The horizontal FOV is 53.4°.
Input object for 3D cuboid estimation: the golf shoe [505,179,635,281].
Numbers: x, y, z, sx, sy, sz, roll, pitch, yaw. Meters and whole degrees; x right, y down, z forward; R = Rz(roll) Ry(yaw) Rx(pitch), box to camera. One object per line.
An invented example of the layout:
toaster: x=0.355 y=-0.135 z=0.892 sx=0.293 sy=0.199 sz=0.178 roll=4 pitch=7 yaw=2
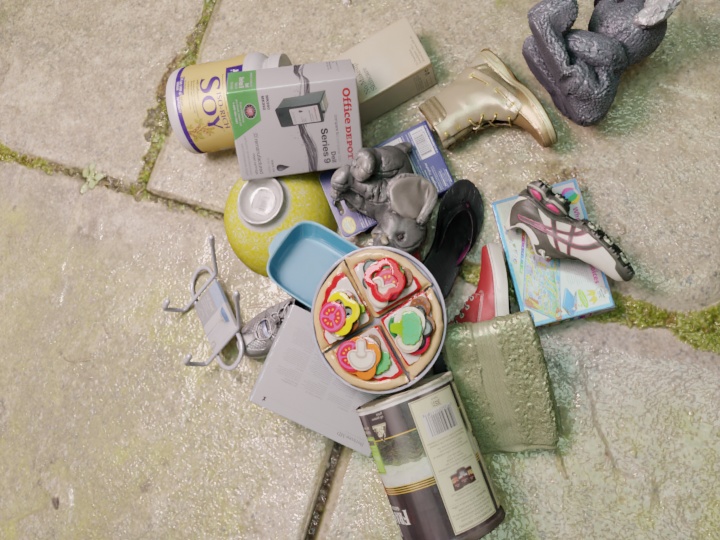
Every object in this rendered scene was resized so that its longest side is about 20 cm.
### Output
golf shoe: x=0.300 y=-0.042 z=1.026 sx=0.200 sy=0.077 sz=0.089 roll=45 pitch=110 yaw=22

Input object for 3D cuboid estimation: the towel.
towel: x=0.197 y=0.163 z=1.006 sx=0.146 sy=0.036 sz=0.204 roll=-12 pitch=99 yaw=16

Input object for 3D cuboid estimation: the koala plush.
koala plush: x=0.369 y=-0.337 z=1.064 sx=0.198 sy=0.177 sz=0.186 roll=-31 pitch=82 yaw=5

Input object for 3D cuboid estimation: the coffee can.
coffee can: x=0.094 y=0.259 z=0.973 sx=0.144 sy=0.146 sz=0.203 roll=-21 pitch=83 yaw=8

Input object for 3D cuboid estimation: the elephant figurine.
elephant figurine: x=0.054 y=-0.080 z=1.068 sx=0.155 sy=0.141 sz=0.201 roll=-43 pitch=73 yaw=17

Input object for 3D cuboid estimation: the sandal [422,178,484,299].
sandal: x=0.145 y=-0.046 z=1.091 sx=0.074 sy=0.048 sz=0.204 roll=23 pitch=76 yaw=-12

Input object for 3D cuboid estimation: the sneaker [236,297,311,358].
sneaker: x=-0.114 y=0.070 z=1.127 sx=0.198 sy=0.082 sz=0.076 roll=-29 pitch=71 yaw=6

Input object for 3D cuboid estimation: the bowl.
bowl: x=-0.145 y=-0.098 z=1.164 sx=0.196 sy=0.108 sz=0.205 roll=-3 pitch=76 yaw=14

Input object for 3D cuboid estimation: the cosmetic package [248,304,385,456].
cosmetic package: x=-0.046 y=0.162 z=1.063 sx=0.197 sy=0.052 sz=0.153 roll=27 pitch=81 yaw=-8

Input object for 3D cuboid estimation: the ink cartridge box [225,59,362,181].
ink cartridge box: x=-0.098 y=-0.233 z=1.105 sx=0.196 sy=0.148 sz=0.085 roll=-8 pitch=34 yaw=-3

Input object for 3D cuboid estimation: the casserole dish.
casserole dish: x=-0.048 y=0.011 z=1.069 sx=0.198 sy=0.039 sz=0.122 roll=31 pitch=66 yaw=8

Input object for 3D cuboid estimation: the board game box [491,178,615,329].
board game box: x=0.285 y=-0.023 z=1.071 sx=0.132 sy=0.034 sz=0.204 roll=-15 pitch=73 yaw=11

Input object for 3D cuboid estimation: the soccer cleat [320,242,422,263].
soccer cleat: x=0.000 y=0.000 z=1.122 sx=0.196 sy=0.067 sz=0.078 roll=-4 pitch=65 yaw=9

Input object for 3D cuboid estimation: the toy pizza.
toy pizza: x=0.020 y=0.068 z=0.983 sx=0.196 sy=0.032 sz=0.205 roll=-1 pitch=87 yaw=17

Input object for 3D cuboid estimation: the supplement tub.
supplement tub: x=-0.209 y=-0.283 z=1.205 sx=0.196 sy=0.145 sz=0.149 roll=-8 pitch=74 yaw=13

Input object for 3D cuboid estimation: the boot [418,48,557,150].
boot: x=0.198 y=-0.234 z=1.125 sx=0.155 sy=0.073 sz=0.201 roll=-37 pitch=69 yaw=3

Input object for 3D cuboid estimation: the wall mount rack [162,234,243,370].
wall mount rack: x=-0.237 y=0.052 z=1.137 sx=0.174 sy=0.074 sz=0.202 roll=-47 pitch=56 yaw=24

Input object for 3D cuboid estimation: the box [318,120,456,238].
box: x=0.042 y=-0.143 z=1.157 sx=0.197 sy=0.032 sz=0.123 roll=-25 pitch=79 yaw=4

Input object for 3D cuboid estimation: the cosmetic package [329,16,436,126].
cosmetic package: x=0.016 y=-0.318 z=1.195 sx=0.198 sy=0.073 sz=0.105 roll=-29 pitch=72 yaw=5

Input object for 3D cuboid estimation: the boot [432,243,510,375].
boot: x=0.153 y=0.062 z=1.068 sx=0.141 sy=0.072 sz=0.204 roll=-3 pitch=79 yaw=15
